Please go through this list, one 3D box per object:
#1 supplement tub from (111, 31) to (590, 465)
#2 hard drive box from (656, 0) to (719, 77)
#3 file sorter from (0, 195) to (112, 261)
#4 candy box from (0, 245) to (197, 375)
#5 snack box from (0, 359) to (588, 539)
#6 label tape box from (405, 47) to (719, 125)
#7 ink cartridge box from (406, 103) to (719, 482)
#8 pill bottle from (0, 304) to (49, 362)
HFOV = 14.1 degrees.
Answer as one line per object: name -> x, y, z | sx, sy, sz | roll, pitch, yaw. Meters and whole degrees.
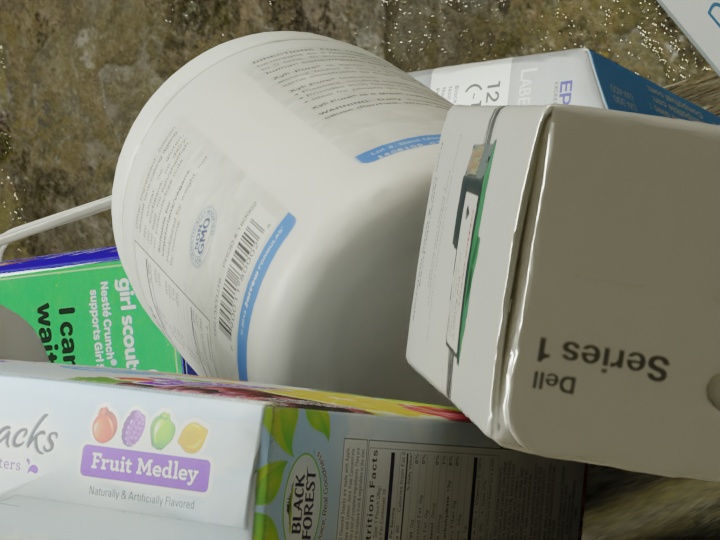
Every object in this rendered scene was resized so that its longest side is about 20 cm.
supplement tub -> 0.000, 0.000, 0.989 | 0.132, 0.132, 0.200 | -21, 22, -12
hard drive box -> 0.178, -0.095, 0.891 | 0.077, 0.200, 0.156 | -24, -26, -27
file sorter -> -0.156, 0.023, 1.761 | 0.138, 0.125, 0.200 | -19, 4, 1
candy box -> -0.112, 0.030, 1.202 | 0.199, 0.077, 0.169 | -8, 0, 29
snack box -> -0.058, 0.054, 0.798 | 0.200, 0.053, 0.142 | 4, -3, 38
label tape box -> 0.107, -0.042, 1.227 | 0.200, 0.066, 0.143 | -7, -19, 40
ink cartridge box -> 0.096, 0.006, 0.761 | 0.146, 0.085, 0.200 | 9, 2, -6
pill bottle -> -0.162, 0.051, 0.935 | 0.200, 0.115, 0.114 | 29, -23, -28
